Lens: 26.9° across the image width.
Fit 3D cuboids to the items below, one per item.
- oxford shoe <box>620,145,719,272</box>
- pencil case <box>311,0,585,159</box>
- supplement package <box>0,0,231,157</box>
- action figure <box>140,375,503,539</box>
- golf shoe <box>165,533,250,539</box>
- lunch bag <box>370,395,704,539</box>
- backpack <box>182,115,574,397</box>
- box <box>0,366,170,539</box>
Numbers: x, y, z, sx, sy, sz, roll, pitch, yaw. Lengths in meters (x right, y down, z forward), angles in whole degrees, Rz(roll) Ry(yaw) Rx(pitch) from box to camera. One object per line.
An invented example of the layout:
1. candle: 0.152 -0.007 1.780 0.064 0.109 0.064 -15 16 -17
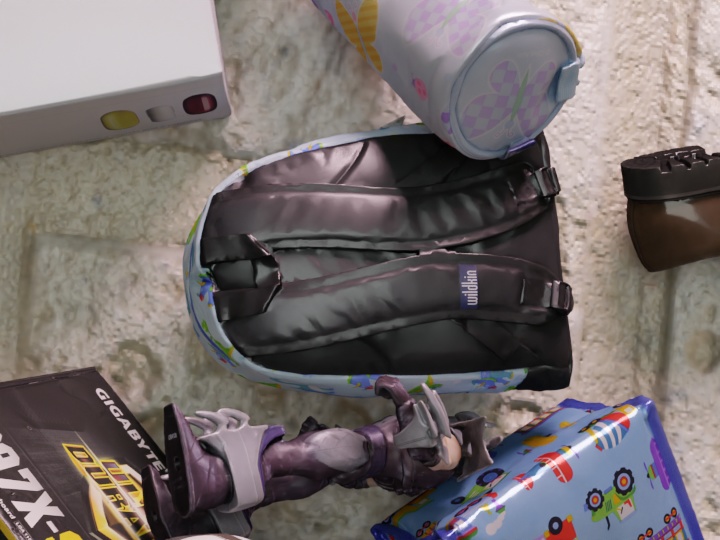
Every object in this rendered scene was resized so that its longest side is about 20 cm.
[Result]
1. oxford shoe: 0.252 -0.036 0.885 0.197 0.073 0.086 -8 100 -2
2. pencil case: 0.037 -0.146 0.825 0.090 0.084 0.200 -26 47 -16
3. supplement package: -0.183 -0.155 0.850 0.197 0.111 0.158 -11 84 -3
4. action figure: -0.011 0.096 0.789 0.198 0.130 0.070 -7 68 -30
5. golf shoe: -0.022 0.163 0.719 0.199 0.094 0.079 20 59 -44
6. lunch bag: 0.122 0.194 0.832 0.150 0.094 0.202 -29 97 -25
7. backpack: 0.000 0.000 0.836 0.197 0.153 0.166 -8 88 -25
8. box: -0.135 0.144 0.775 0.200 0.159 0.049 48 111 16
